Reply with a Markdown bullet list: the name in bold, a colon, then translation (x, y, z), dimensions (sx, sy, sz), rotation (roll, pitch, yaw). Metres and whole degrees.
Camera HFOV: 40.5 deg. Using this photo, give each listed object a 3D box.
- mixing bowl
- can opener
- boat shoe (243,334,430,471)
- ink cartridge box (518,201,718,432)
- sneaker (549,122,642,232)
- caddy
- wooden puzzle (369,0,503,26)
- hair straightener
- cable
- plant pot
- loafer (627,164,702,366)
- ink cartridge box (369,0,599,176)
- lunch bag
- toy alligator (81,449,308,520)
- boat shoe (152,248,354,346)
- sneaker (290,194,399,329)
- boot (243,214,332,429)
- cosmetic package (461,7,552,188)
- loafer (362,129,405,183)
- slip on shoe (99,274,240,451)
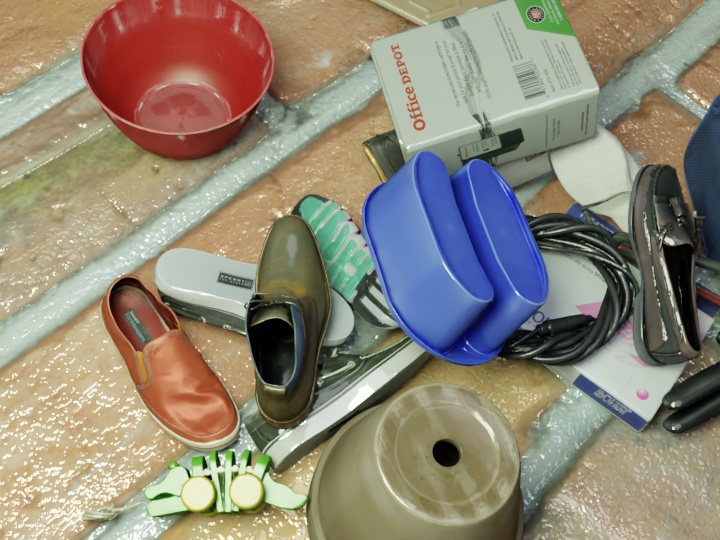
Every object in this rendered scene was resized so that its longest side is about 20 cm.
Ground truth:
- **mixing bowl**: translation (-0.192, -0.195, 1.049), dimensions (0.199, 0.109, 0.201), rotation (3, 60, -5)
- **can opener**: translation (0.375, 0.107, 0.982), dimensions (0.200, 0.078, 0.064), rotation (-31, 113, -26)
- **boat shoe**: translation (-0.017, 0.106, 0.920), dimensions (0.200, 0.071, 0.064), rotation (-32, 72, -21)
- **ink cartridge box**: translation (0.259, 0.033, 1.017), dimensions (0.196, 0.043, 0.200), rotation (35, 63, 13)
- **sneaker**: translation (0.282, -0.097, 1.063), dimensions (0.200, 0.075, 0.089), rotation (45, 33, -9)
- **caddy**: translation (0.080, -0.012, 0.892), dimensions (0.141, 0.105, 0.201), rotation (4, 55, -35)
- **wooden puzzle**: translation (0.085, -0.373, 1.228), dimensions (0.199, 0.046, 0.186), rotation (31, 61, 5)
- **hair straightener**: translation (0.325, -0.030, 1.019), dimensions (0.199, 0.041, 0.077), rotation (27, 99, 8)
- **cable**: translation (0.178, 0.017, 0.964), dimensions (0.199, 0.051, 0.164), rotation (11, 58, 2)
- **plant pot**: translation (0.058, 0.181, 0.829), dimensions (0.199, 0.174, 0.201), rotation (4, 59, -6)
- **loafer**: translation (0.306, -0.008, 0.950), dimensions (0.072, 0.063, 0.201), rotation (5, 82, -30)
- **ink cartridge box**: translation (0.124, -0.185, 0.997), dimensions (0.199, 0.083, 0.147), rotation (-16, 62, 2)
- **lunch bag**: translation (0.450, -0.087, 1.055), dimensions (0.131, 0.136, 0.201), rotation (1, 61, -7)
- **toy alligator**: translation (-0.145, 0.187, 0.859), dimensions (0.199, 0.059, 0.055), rotation (-3, 71, 0)
- **boat shoe**: translation (-0.105, 0.038, 0.950), dimensions (0.199, 0.066, 0.070), rotation (14, 54, -1)
- **sneaker**: translation (0.000, 0.000, 1.001), dimensions (0.075, 0.087, 0.200), rotation (-50, 52, 11)
- **boot**: translation (-0.062, 0.031, 0.862), dimensions (0.074, 0.097, 0.201), rotation (-1, 71, -1)
- **cosmetic package**: translation (0.128, -0.184, 1.089), dimensions (0.101, 0.074, 0.201), rotation (-23, 65, 9)
- **loafer**: translation (0.047, -0.068, 1.036), dimensions (0.072, 0.073, 0.201), rotation (-7, 52, 0)
- **slip on shoe**: translation (-0.183, 0.085, 0.917), dimensions (0.074, 0.061, 0.200), rotation (-29, 69, -24)
